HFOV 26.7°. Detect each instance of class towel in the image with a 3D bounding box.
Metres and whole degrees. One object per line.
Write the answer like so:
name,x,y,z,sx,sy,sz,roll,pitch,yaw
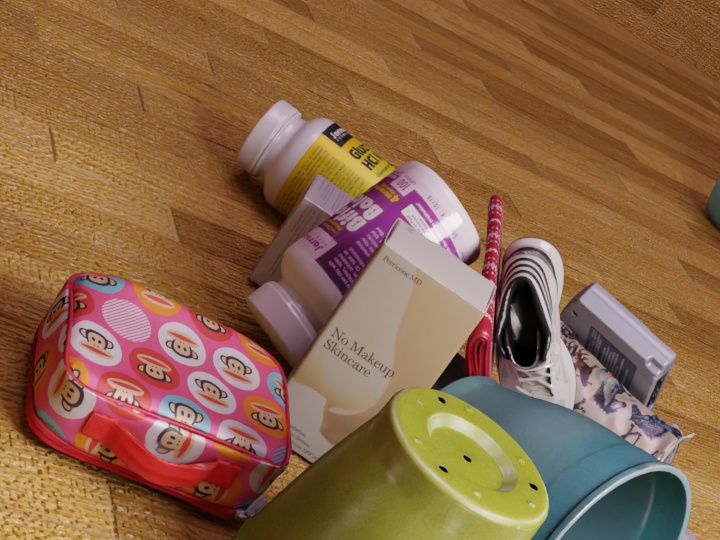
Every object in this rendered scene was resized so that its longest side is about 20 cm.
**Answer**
towel,0.110,0.047,1.351,0.022,0.145,0.201,4,39,6

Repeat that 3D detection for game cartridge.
game cartridge,0.272,0.089,1.644,0.133,0.041,0.200,48,-14,19

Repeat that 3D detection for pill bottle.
pill bottle,0.000,0.000,1.357,0.112,0.200,0.112,51,-11,14
pill bottle,-0.029,-0.089,1.611,0.200,0.113,0.112,37,22,3

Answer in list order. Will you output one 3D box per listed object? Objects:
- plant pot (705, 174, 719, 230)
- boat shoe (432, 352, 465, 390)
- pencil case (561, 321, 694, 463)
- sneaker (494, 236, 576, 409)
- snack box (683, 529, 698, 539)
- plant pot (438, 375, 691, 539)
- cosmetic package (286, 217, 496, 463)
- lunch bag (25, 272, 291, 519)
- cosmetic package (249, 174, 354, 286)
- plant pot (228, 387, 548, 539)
plant pot,0.696,-0.124,2.620,0.160,0.202,0.200,28,20,17
boat shoe,0.093,0.146,1.393,0.073,0.067,0.200,-17,53,-37
pencil case,0.251,0.141,1.599,0.089,0.078,0.200,-32,65,-28
sneaker,0.145,0.083,1.355,0.075,0.202,0.115,0,25,18
snack box,0.336,0.302,1.480,0.200,0.024,0.072,47,24,26
plant pot,0.127,0.188,1.211,0.199,0.201,0.188,8,23,-48
cosmetic package,0.013,0.070,1.247,0.105,0.201,0.071,33,22,0
lunch bag,-0.145,0.098,1.122,0.199,0.082,0.177,27,25,-22
cosmetic package,0.006,0.013,1.473,0.199,0.108,0.085,35,21,-5
plant pot,0.023,0.190,1.037,0.200,0.193,0.201,29,23,-14
